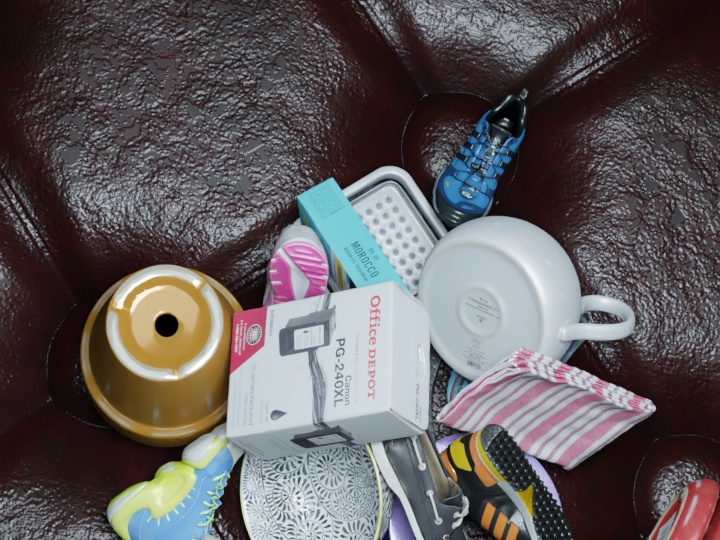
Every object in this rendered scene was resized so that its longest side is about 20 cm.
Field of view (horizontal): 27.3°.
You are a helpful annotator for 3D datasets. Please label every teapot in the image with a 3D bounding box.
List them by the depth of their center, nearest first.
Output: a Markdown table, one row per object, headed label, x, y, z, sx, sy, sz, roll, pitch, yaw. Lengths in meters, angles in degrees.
| label | x | y | z | sx | sy | sz | roll | pitch | yaw |
| --- | --- | --- | --- | --- | --- | --- | --- | --- | --- |
| teapot | 0.172 | 0.025 | 1.633 | 0.145 | 0.197 | 0.202 | -24 | 82 | -49 |

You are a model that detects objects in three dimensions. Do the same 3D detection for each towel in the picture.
| label | x | y | z | sx | sy | sz | roll | pitch | yaw |
| --- | --- | --- | --- | --- | --- | --- | --- | --- | --- |
| towel | 0.200 | 0.156 | 1.603 | 0.198 | 0.146 | 0.030 | 22 | 47 | -26 |

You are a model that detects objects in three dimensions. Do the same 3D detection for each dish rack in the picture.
| label | x | y | z | sx | sy | sz | roll | pitch | yaw |
| --- | --- | --- | --- | --- | --- | --- | --- | --- | --- |
| dish rack | 0.028 | -0.005 | 1.752 | 0.171 | 0.044 | 0.201 | -31 | 80 | -13 |

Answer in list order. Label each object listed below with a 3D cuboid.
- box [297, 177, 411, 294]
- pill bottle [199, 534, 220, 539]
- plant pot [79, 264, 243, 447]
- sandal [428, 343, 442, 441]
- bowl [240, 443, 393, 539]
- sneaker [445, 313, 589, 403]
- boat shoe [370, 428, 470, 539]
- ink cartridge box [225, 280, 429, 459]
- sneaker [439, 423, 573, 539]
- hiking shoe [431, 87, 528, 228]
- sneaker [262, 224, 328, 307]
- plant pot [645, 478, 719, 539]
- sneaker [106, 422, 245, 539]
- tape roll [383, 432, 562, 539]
| label | x | y | z | sx | sy | sz | roll | pitch | yaw |
| --- | --- | --- | --- | --- | --- | --- | --- | --- | --- |
| box | 0.000 | 0.000 | 1.664 | 0.049 | 0.083 | 0.201 | -28 | 66 | -12 |
| pill bottle | -0.171 | 0.395 | 1.576 | 0.113 | 0.114 | 0.201 | 30 | 82 | 3 |
| plant pot | -0.213 | 0.079 | 1.629 | 0.197 | 0.183 | 0.203 | 2 | 74 | -5 |
| sandal | 0.053 | 0.135 | 1.668 | 0.074 | 0.048 | 0.203 | 6 | 64 | 0 |
| bowl | -0.030 | 0.242 | 1.634 | 0.199 | 0.094 | 0.204 | -1 | 89 | 37 |
| sneaker | 0.181 | 0.103 | 1.702 | 0.200 | 0.095 | 0.080 | -40 | 98 | -15 |
| boat shoe | 0.081 | 0.242 | 1.577 | 0.060 | 0.074 | 0.202 | -24 | 101 | 19 |
| ink cartridge box | -0.034 | 0.105 | 1.547 | 0.198 | 0.083 | 0.147 | -13 | 61 | 26 |
| sneaker | 0.158 | 0.263 | 1.619 | 0.201 | 0.089 | 0.070 | 59 | 36 | -10 |
| hiking shoe | 0.140 | -0.133 | 1.747 | 0.074 | 0.087 | 0.201 | 24 | 49 | 4 |
| sneaker | -0.071 | 0.034 | 1.676 | 0.080 | 0.202 | 0.089 | 11 | 34 | -4 |
| plant pot | 0.402 | 0.339 | 1.616 | 0.181 | 0.201 | 0.202 | 31 | 73 | 6 |
| sneaker | -0.177 | 0.249 | 1.639 | 0.199 | 0.076 | 0.106 | -34 | 92 | 8 |
| tape roll | 0.125 | 0.287 | 1.670 | 0.197 | 0.066 | 0.203 | 2 | 73 | -5 |
